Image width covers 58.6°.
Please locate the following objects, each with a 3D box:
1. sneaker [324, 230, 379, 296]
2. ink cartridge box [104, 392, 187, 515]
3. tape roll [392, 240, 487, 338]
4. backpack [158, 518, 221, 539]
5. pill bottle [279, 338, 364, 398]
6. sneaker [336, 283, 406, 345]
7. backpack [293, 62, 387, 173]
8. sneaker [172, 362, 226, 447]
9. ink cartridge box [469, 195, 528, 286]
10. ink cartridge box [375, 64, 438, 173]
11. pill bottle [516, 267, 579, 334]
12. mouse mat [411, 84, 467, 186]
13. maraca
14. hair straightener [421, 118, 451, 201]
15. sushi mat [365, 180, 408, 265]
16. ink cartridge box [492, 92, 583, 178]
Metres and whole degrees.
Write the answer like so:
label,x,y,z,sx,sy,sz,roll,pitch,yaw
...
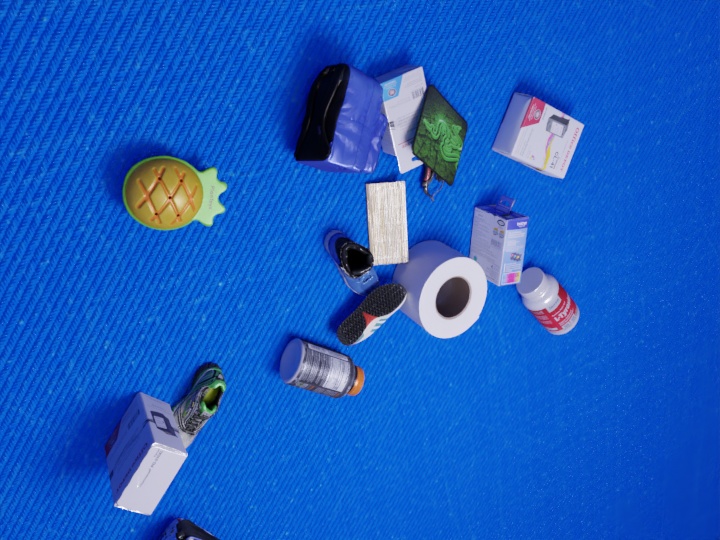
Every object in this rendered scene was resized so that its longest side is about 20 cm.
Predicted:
label,x,y,z,sx,sy,sz,roll,pitch,yaw
sneaker,-0.001,0.001,1.466,0.076,0.111,0.202,-39,122,-9
ink cartridge box,-0.441,0.369,1.307,0.084,0.199,0.147,31,93,-33
tape roll,0.192,0.044,1.571,0.198,0.139,0.208,-11,114,-25
backpack,-0.408,0.688,1.475,0.200,0.153,0.192,44,77,-27
pill bottle,-0.084,0.237,1.511,0.197,0.106,0.108,24,96,-33
sneaker,0.027,0.105,1.539,0.199,0.093,0.071,-41,80,-2
backpack,-0.033,-0.306,1.312,0.165,0.161,0.206,11,91,-40
sneaker,-0.359,0.306,1.398,0.077,0.085,0.204,24,96,-33
ink cartridge box,0.346,-0.081,1.611,0.074,0.136,0.206,-9,113,-26
ink cartridge box,0.096,-0.334,1.420,0.114,0.068,0.204,-26,118,-19
pill bottle,0.516,0.082,1.780,0.199,0.112,0.113,41,87,-33
mouse mat,0.183,-0.301,1.449,0.199,0.007,0.165,26,76,-52
maraca,-0.351,-0.145,1.221,0.195,0.107,0.141,1,107,-29
hair straightener,0.189,-0.265,1.511,0.075,0.041,0.206,-1,103,-29
sushi mat,0.063,-0.108,1.502,0.093,0.012,0.206,-7,112,-6
ink cartridge box,0.445,-0.334,1.603,0.196,0.085,0.151,14,101,-30
